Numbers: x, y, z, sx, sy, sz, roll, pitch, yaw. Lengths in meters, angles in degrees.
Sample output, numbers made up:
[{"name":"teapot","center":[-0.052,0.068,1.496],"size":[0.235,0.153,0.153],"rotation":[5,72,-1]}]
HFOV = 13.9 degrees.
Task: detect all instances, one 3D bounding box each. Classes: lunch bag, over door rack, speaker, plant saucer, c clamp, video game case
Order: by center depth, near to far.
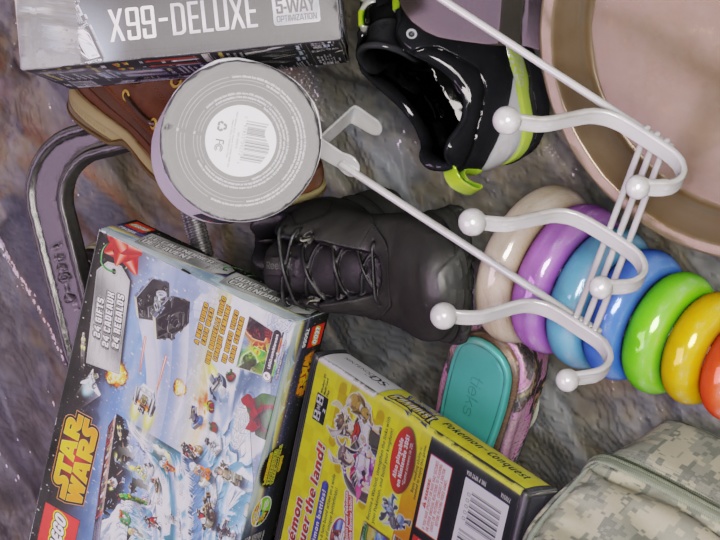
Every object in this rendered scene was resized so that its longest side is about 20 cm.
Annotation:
[{"name":"plant saucer","center":[0.179,-0.102,1.355],"size":[0.200,0.029,0.200],"rotation":[8,112,22]},{"name":"over door rack","center":[0.053,-0.050,1.400],"size":[0.200,0.067,0.148],"rotation":[43,141,24]},{"name":"lunch bag","center":[0.139,0.200,1.473],"size":[0.139,0.168,0.200],"rotation":[30,128,37]},{"name":"speaker","center":[-0.067,-0.064,1.514],"size":[0.200,0.081,0.081],"rotation":[-175,65,-84]},{"name":"video game case","center":[0.018,0.167,1.559],"size":[0.181,0.025,0.200],"rotation":[32,117,45]},{"name":"c clamp","center":[-0.112,-0.002,1.745],"size":[0.171,0.027,0.200],"rotation":[-20,90,24]}]

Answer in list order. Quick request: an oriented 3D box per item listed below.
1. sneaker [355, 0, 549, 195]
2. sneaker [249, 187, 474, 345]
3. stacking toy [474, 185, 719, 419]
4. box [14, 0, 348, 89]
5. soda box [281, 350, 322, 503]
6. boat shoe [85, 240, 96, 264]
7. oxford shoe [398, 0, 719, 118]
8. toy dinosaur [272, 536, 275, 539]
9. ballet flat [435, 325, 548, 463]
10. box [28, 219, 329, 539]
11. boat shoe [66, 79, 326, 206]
[{"name":"sneaker","center":[0.030,-0.137,1.506],"size":[0.072,0.083,0.200],"rotation":[-30,84,50]},{"name":"sneaker","center":[0.000,0.000,1.550],"size":[0.200,0.091,0.076],"rotation":[-166,74,-70]},{"name":"stacking toy","center":[0.156,0.031,1.453],"size":[0.200,0.085,0.085],"rotation":[26,125,32]},{"name":"box","center":[-0.087,-0.127,1.511],"size":[0.200,0.158,0.050],"rotation":[-34,-61,-88]},{"name":"soda box","center":[-0.060,0.068,1.674],"size":[0.200,0.071,0.063],"rotation":[37,112,18]},{"name":"boat shoe","center":[-0.135,0.075,1.800],"size":[0.200,0.065,0.073],"rotation":[60,141,11]},{"name":"oxford shoe","center":[0.121,-0.128,1.431],"size":[0.200,0.071,0.071],"rotation":[21,111,22]},{"name":"toy dinosaur","center":[-0.071,0.184,1.716],"size":[0.136,0.102,0.200],"rotation":[-145,59,-65]},{"name":"ballet flat","center":[0.061,0.108,1.590],"size":[0.069,0.071,0.200],"rotation":[35,121,28]},{"name":"box","center":[-0.103,0.089,1.636],"size":[0.137,0.040,0.200],"rotation":[25,112,26]},{"name":"boat shoe","center":[-0.097,-0.092,1.678],"size":[0.200,0.072,0.068],"rotation":[31,130,39]}]
